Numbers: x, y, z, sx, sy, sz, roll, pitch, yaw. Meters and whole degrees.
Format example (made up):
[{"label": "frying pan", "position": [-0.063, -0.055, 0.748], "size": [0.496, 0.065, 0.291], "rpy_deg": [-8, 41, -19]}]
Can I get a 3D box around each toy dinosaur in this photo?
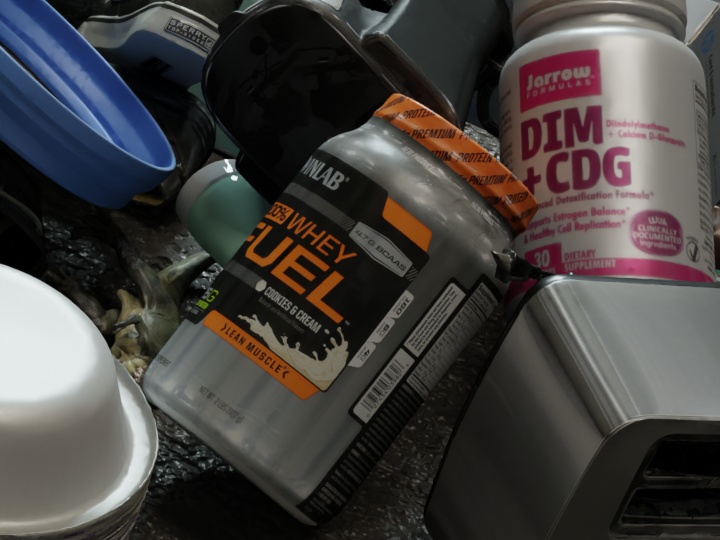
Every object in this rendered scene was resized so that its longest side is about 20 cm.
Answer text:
[{"label": "toy dinosaur", "position": [-0.126, 0.013, 1.587], "size": [0.088, 0.047, 0.200], "rpy_deg": [37, 27, -9]}]

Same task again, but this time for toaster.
[{"label": "toaster", "position": [0.138, 0.098, 1.485], "size": [0.199, 0.181, 0.119], "rpy_deg": [4, 37, -28]}]

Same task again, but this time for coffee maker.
[{"label": "coffee maker", "position": [0.019, -0.107, 1.630], "size": [0.191, 0.135, 0.200], "rpy_deg": [23, 28, 0]}]

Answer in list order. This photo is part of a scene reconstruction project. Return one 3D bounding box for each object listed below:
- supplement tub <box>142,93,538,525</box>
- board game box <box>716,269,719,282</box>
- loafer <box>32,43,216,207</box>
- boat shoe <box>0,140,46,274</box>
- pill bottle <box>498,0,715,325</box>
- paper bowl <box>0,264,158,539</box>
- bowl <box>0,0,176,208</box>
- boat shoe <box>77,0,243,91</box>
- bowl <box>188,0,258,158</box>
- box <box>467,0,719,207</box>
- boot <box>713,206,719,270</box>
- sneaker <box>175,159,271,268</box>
[{"label": "supplement tub", "position": [-0.007, 0.018, 1.482], "size": [0.122, 0.200, 0.123], "rpy_deg": [37, -6, 4]}, {"label": "board game box", "position": [0.214, 0.060, 1.648], "size": [0.199, 0.065, 0.148], "rpy_deg": [10, 26, 21]}, {"label": "loafer", "position": [-0.183, -0.098, 1.703], "size": [0.199, 0.073, 0.072], "rpy_deg": [20, 35, 1]}, {"label": "boat shoe", "position": [-0.222, -0.049, 1.539], "size": [0.063, 0.073, 0.200], "rpy_deg": [61, 11, 26]}, {"label": "pill bottle", "position": [0.131, -0.062, 1.580], "size": [0.113, 0.113, 0.201], "rpy_deg": [7, 70, -22]}, {"label": "paper bowl", "position": [-0.195, 0.068, 1.405], "size": [0.200, 0.105, 0.201], "rpy_deg": [15, 30, -9]}, {"label": "bowl", "position": [-0.184, -0.111, 1.584], "size": [0.201, 0.039, 0.201], "rpy_deg": [44, 9, -8]}, {"label": "boat shoe", "position": [-0.113, -0.146, 1.734], "size": [0.071, 0.064, 0.200], "rpy_deg": [29, -11, -20]}, {"label": "bowl", "position": [-0.033, -0.152, 1.844], "size": [0.200, 0.105, 0.201], "rpy_deg": [15, 31, -9]}, {"label": "box", "position": [0.123, -0.125, 1.745], "size": [0.199, 0.156, 0.041], "rpy_deg": [24, 58, 27]}, {"label": "boot", "position": [0.163, -0.008, 1.787], "size": [0.166, 0.073, 0.200], "rpy_deg": [-12, 40, -34]}, {"label": "sneaker", "position": [0.000, 0.000, 1.661], "size": [0.200, 0.074, 0.118], "rpy_deg": [1, 43, -39]}]
